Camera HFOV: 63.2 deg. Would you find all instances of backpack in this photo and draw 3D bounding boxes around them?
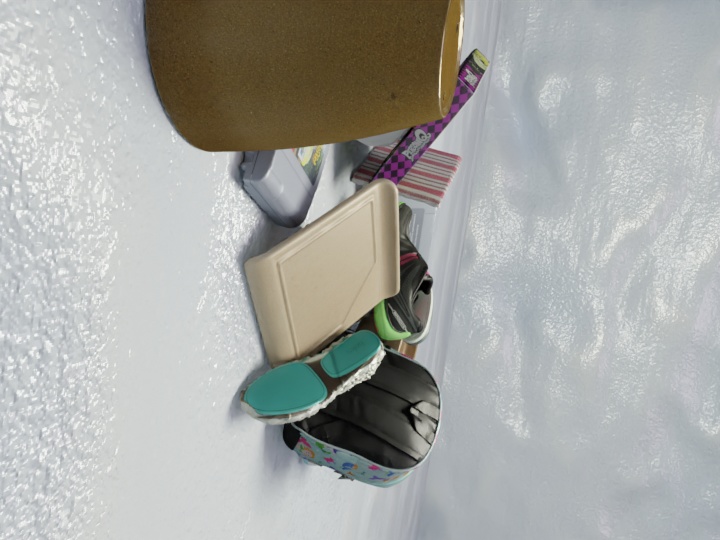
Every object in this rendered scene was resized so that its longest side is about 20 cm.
[{"bbox_3d":[0.006,0.192,0.796,0.152,0.195,0.180,105,5,-53],"label":"backpack"}]

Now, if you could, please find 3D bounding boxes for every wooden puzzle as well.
[{"bbox_3d":[-0.037,0.008,0.681,0.198,0.037,0.188,-33,140,-26],"label":"wooden puzzle"}]

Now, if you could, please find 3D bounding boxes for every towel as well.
[{"bbox_3d":[0.081,-0.160,0.952,0.201,0.143,0.031,-58,161,-55],"label":"towel"}]

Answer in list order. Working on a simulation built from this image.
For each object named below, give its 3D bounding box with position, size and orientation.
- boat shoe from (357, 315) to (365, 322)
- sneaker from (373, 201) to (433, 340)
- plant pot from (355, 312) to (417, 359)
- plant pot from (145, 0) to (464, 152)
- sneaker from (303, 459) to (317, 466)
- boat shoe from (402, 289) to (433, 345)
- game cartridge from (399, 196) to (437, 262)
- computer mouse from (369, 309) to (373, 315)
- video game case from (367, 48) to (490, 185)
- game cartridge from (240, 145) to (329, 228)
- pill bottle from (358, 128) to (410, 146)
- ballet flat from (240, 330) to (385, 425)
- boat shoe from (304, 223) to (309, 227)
[{"bbox_3d":[0.000,0.000,0.901,0.074,0.061,0.204,-55,151,-50],"label":"boat shoe"},{"bbox_3d":[0.062,0.001,0.831,0.077,0.081,0.205,79,13,-69],"label":"sneaker"},{"bbox_3d":[0.036,0.139,0.985,0.201,0.090,0.206,14,89,-76],"label":"plant pot"},{"bbox_3d":[-0.024,-0.176,0.449,0.186,0.195,0.192,10,90,-76],"label":"plant pot"},{"bbox_3d":[-0.002,0.258,0.936,0.200,0.127,0.082,-44,141,-67],"label":"sneaker"},{"bbox_3d":[0.081,0.042,0.891,0.062,0.071,0.202,55,18,-36],"label":"boat shoe"},{"bbox_3d":[0.055,-0.043,0.973,0.040,0.130,0.205,43,-49,55],"label":"game cartridge"},{"bbox_3d":[0.041,0.118,1.169,0.201,0.051,0.142,87,11,-73],"label":"computer mouse"},{"bbox_3d":[0.095,-0.204,0.821,0.200,0.036,0.182,-48,-173,34],"label":"video game case"},{"bbox_3d":[-0.065,-0.156,0.621,0.133,0.040,0.205,64,39,-72],"label":"game cartridge"},{"bbox_3d":[0.047,-0.262,0.824,0.201,0.108,0.114,-60,156,-52],"label":"pill bottle"},{"bbox_3d":[-0.049,0.136,0.685,0.197,0.071,0.073,-21,125,-35],"label":"ballet flat"},{"bbox_3d":[-0.039,0.014,0.780,0.074,0.071,0.200,-69,153,-18],"label":"boat shoe"}]
